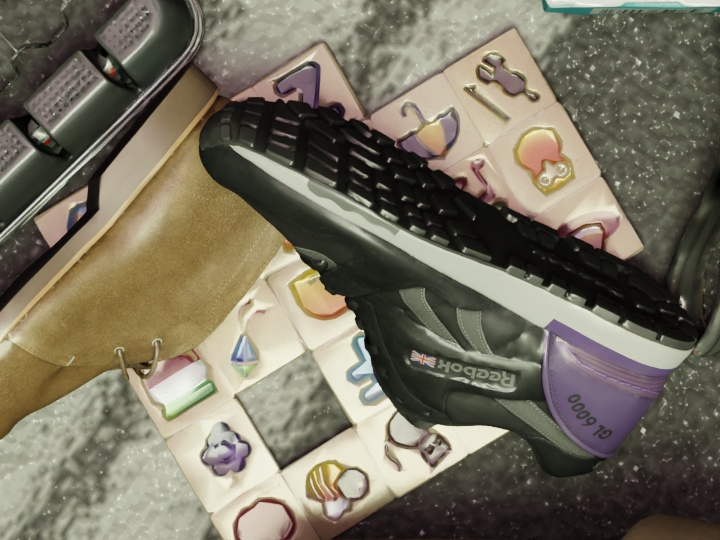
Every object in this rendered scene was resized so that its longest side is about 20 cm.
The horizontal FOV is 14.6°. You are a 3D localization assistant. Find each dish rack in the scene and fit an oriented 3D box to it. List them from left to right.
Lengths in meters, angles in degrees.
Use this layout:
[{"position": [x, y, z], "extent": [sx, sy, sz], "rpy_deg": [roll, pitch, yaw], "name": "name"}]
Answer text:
[{"position": [-0.176, -0.113, 1.063], "extent": [0.153, 0.055, 0.200], "rpy_deg": [-43, 88, 2], "name": "dish rack"}]

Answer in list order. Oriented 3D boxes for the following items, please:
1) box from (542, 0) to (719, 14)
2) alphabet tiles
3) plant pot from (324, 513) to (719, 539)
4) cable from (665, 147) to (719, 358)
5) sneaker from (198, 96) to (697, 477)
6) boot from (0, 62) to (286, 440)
[{"position": [0.107, -0.198, 1.052], "extent": [0.082, 0.049, 0.201], "rpy_deg": [0, 92, 1], "name": "box"}, {"position": [0.000, 0.000, 1.085], "extent": [0.199, 0.008, 0.168], "rpy_deg": [-31, 91, 2], "name": "alphabet tiles"}, {"position": [0.043, 0.171, 1.016], "extent": [0.174, 0.200, 0.202], "rpy_deg": [14, 93, 20], "name": "plant pot"}, {"position": [0.154, -0.037, 1.040], "extent": [0.050, 0.097, 0.201], "rpy_deg": [-8, 101, -34], "name": "cable"}, {"position": [0.019, 0.014, 1.034], "extent": [0.199, 0.076, 0.088], "rpy_deg": [28, 111, -10], "name": "sneaker"}, {"position": [-0.100, 0.022, 1.055], "extent": [0.075, 0.074, 0.200], "rpy_deg": [40, 91, -10], "name": "boot"}]
